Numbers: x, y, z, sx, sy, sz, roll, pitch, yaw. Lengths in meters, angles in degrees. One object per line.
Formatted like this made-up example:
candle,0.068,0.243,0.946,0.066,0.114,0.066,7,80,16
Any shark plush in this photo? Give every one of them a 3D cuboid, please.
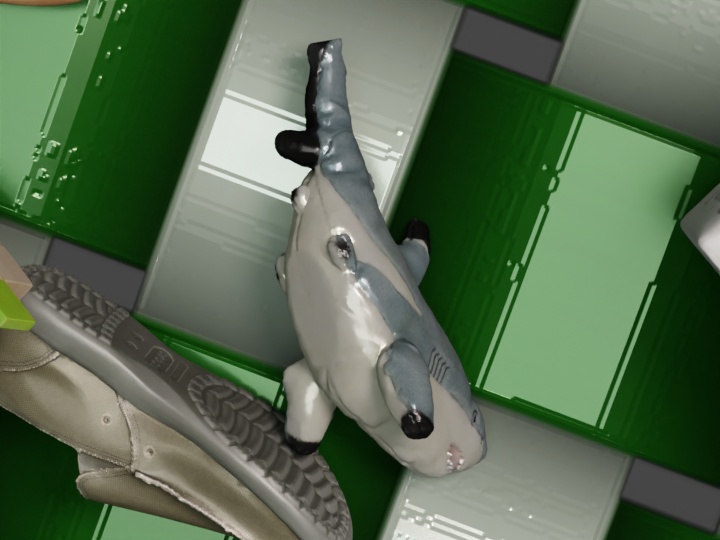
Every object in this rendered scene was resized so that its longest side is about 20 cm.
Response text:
shark plush,0.000,0.000,1.099,0.091,0.083,0.201,-30,79,48

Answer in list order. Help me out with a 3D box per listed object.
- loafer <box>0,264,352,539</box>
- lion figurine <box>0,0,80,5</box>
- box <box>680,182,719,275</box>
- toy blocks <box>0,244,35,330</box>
loafer,-0.091,0.079,1.108,0.200,0.075,0.070,37,107,5
lion figurine,-0.120,-0.191,1.093,0.122,0.073,0.201,17,110,-10
box,0.260,-0.004,1.008,0.200,0.199,0.171,45,96,1
toy blocks,-0.245,-0.002,1.087,0.137,0.100,0.200,-46,71,13
